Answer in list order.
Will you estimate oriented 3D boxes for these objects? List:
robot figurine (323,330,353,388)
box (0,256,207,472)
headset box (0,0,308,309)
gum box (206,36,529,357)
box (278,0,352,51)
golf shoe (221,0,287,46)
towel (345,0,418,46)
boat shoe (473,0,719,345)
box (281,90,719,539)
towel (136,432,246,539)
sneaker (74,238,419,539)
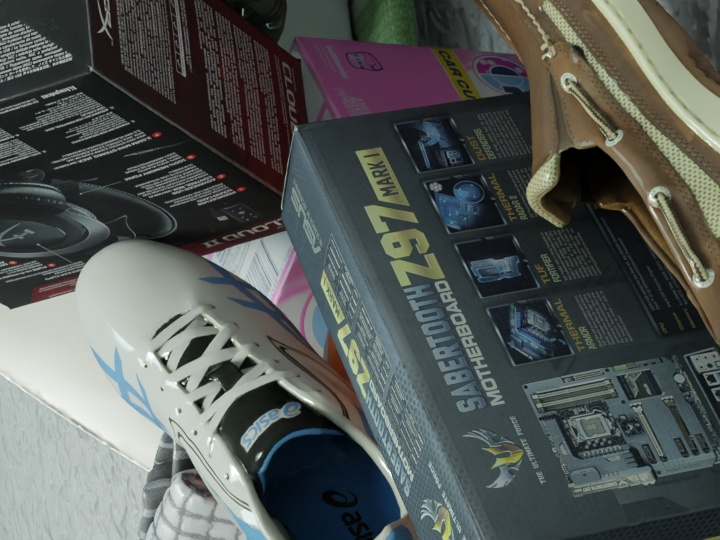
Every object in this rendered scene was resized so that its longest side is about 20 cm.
[{"bbox_3d":[0.062,0.063,0.971,0.200,0.144,0.117,57,140,20],"label":"robot figurine"},{"bbox_3d":[-0.092,0.041,1.261,0.128,0.109,0.200,32,177,16],"label":"box"},{"bbox_3d":[-0.117,-0.055,0.963,0.200,0.149,0.077,30,-131,-60],"label":"headset box"},{"bbox_3d":[0.000,0.000,1.087,0.200,0.113,0.066,-65,36,35],"label":"gum box"},{"bbox_3d":[-0.074,-0.156,1.241,0.124,0.097,0.200,127,139,-61],"label":"box"},{"bbox_3d":[-0.099,-0.143,1.058,0.200,0.088,0.077,17,161,43],"label":"golf shoe"},{"bbox_3d":[0.004,-0.117,1.206,0.149,0.031,0.200,133,134,-65],"label":"towel"},{"bbox_3d":[0.084,-0.051,0.864,0.202,0.075,0.075,47,174,38],"label":"boat shoe"},{"bbox_3d":[0.076,0.021,0.878,0.051,0.157,0.200,102,151,-46],"label":"box"},{"bbox_3d":[-0.007,0.137,1.082,0.086,0.200,0.166,-93,18,-50],"label":"towel"},{"bbox_3d":[-0.038,0.051,0.928,0.200,0.072,0.073,45,167,28],"label":"sneaker"}]
